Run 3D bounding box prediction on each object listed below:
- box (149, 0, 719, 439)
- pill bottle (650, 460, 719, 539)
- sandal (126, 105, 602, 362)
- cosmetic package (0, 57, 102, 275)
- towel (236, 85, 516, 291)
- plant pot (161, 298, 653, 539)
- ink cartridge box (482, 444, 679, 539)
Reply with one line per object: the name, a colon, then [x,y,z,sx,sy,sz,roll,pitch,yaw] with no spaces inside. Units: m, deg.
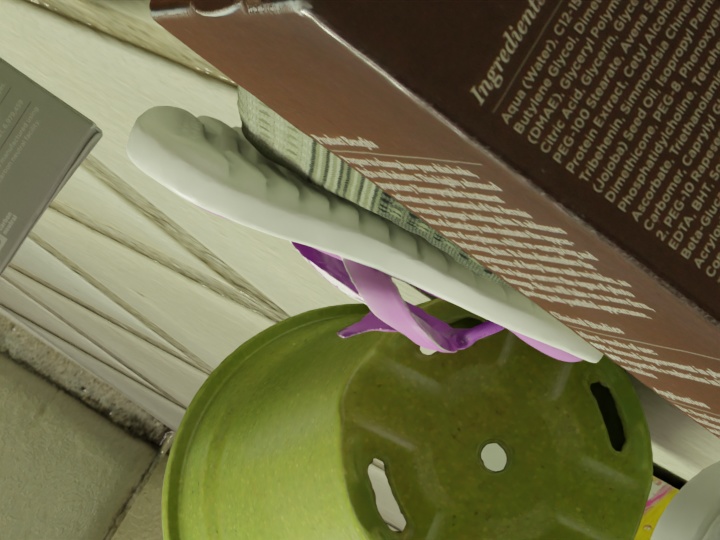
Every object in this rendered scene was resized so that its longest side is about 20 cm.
box: [0.061,-0.027,0.523,0.200,0.075,0.100,34,172,-22]
pill bottle: [0.183,0.124,0.781,0.120,0.120,0.200,37,171,-28]
sandal: [-0.002,-0.003,0.869,0.202,0.050,0.082,25,-167,-25]
cosmetic package: [-0.207,-0.076,0.866,0.200,0.090,0.107,39,170,-22]
towel: [0.046,-0.031,0.732,0.192,0.035,0.200,29,169,3]
plant pot: [0.031,0.091,1.008,0.200,0.201,0.184,33,160,-5]
ink cartridge box: [0.130,0.183,1.225,0.200,0.145,0.147,28,171,26]
